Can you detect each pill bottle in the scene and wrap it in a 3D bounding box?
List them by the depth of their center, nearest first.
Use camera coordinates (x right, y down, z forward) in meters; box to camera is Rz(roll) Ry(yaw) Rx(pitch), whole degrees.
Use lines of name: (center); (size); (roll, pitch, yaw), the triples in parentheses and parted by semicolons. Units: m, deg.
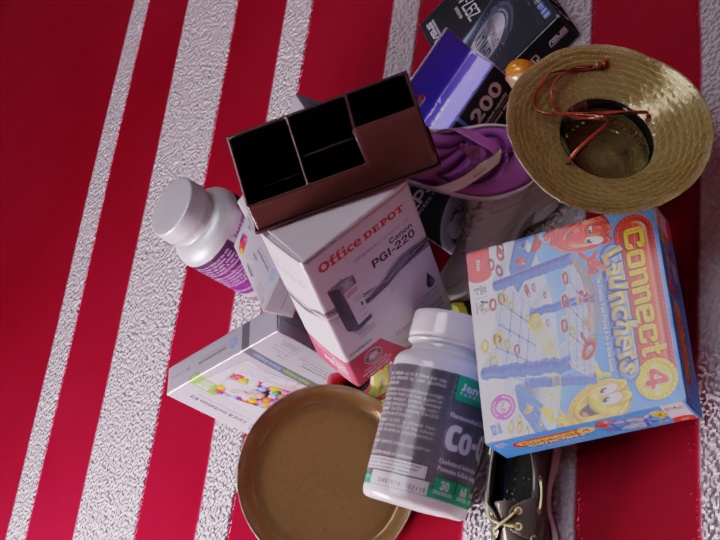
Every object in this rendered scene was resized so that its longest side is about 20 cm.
pill bottle: (0.078, 0.148, 1.343); (0.113, 0.113, 0.202); (1, 73, 50)
pill bottle: (-0.173, -0.041, 1.705); (0.112, 0.199, 0.113); (-28, 47, 35)

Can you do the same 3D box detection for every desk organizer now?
desk organizer: (-0.028, -0.118, 1.286); (0.198, 0.077, 0.072); (-20, 41, 5)

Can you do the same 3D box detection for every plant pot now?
plant pot: (-0.036, 0.226, 1.420); (0.198, 0.028, 0.202); (-1, 76, 4)

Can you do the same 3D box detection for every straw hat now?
straw hat: (0.235, -0.116, 1.244); (0.199, 0.085, 0.203); (-3, 59, 4)

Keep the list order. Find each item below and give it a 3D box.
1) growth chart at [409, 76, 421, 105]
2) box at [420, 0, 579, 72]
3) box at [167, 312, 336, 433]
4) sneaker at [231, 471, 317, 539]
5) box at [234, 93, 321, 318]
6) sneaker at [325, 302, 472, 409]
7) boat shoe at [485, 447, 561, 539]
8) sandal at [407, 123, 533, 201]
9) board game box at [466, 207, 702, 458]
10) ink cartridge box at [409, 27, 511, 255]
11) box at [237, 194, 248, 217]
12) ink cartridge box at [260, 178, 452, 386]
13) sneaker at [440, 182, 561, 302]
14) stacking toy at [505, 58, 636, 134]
growth chart: (0.056, -0.126, 1.541); (0.018, 0.145, 0.201); (5, 51, 13)
box: (0.167, -0.299, 1.607); (0.160, 0.043, 0.201); (-43, 40, 21)
box: (-0.109, 0.125, 1.544); (0.199, 0.155, 0.041); (-29, 45, 35)
sneaker: (-0.075, 0.267, 1.489); (0.090, 0.078, 0.200); (-46, 43, 0)
box: (-0.074, -0.073, 1.439); (0.201, 0.041, 0.156); (-65, 28, 20)
sneaker: (0.043, 0.100, 1.447); (0.200, 0.090, 0.078); (-42, 38, 18)
boat shoe: (0.151, 0.230, 1.256); (0.072, 0.060, 0.204); (-17, 54, 42)
sandal: (0.098, -0.116, 1.361); (0.050, 0.200, 0.083); (163, 109, -87)
board game box: (0.207, 0.057, 1.228); (0.194, 0.056, 0.202); (-16, 63, 25)
ink cartridge box: (0.105, -0.134, 1.436); (0.199, 0.199, 0.043); (-55, 44, 5)
box: (-0.040, -0.044, 1.591); (0.107, 0.152, 0.200); (-50, 38, 14)
ink cartridge box: (0.000, 0.000, 1.362); (0.145, 0.201, 0.085); (-38, 43, -16)
sneaker: (0.137, -0.059, 1.433); (0.201, 0.099, 0.078); (-54, 33, 7)
stacking toy: (0.214, -0.157, 1.324); (0.115, 0.199, 0.111); (1, 66, 47)
